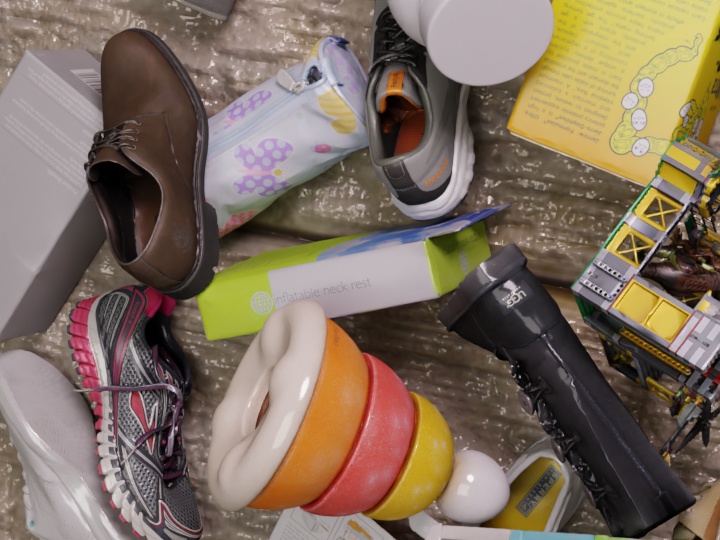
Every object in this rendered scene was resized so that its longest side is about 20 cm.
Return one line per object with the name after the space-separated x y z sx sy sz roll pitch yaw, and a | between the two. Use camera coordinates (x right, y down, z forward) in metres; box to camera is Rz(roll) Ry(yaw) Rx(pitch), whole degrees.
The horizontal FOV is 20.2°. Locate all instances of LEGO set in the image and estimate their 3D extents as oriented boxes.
0.223 0.022 1.264 0.116 0.200 0.154 33 70 26 | LEGO set

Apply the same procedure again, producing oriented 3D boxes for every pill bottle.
0.062 -0.211 1.310 0.111 0.111 0.200 -38 38 20 | pill bottle

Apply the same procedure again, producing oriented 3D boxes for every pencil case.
-0.077 -0.084 1.440 0.200 0.091 0.083 -31 82 22 | pencil case

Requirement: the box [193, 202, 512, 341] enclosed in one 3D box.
0.000 0.000 1.398 0.199 0.122 0.048 -11 96 23 | box

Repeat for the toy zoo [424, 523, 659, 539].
0.096 0.231 1.291 0.199 0.020 0.132 -1 67 32 | toy zoo

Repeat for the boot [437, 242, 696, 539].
0.136 0.087 1.336 0.066 0.165 0.200 -37 83 -2 | boot

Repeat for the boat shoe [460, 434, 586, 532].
0.090 0.203 1.398 0.075 0.086 0.202 40 107 14 | boat shoe

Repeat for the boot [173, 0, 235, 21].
-0.070 -0.272 1.432 0.182 0.073 0.200 29 98 31 | boot

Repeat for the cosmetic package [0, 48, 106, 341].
-0.243 -0.056 1.513 0.107 0.090 0.200 40 110 14 | cosmetic package

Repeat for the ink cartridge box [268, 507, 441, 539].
0.003 0.232 1.430 0.162 0.050 0.200 37 116 22 | ink cartridge box

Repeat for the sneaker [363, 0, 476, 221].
0.038 -0.138 1.376 0.074 0.079 0.201 -13 64 23 | sneaker

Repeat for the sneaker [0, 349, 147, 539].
-0.234 0.159 1.538 0.088 0.075 0.200 -39 81 32 | sneaker

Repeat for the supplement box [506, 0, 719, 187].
0.191 -0.165 1.316 0.109 0.109 0.201 23 103 18 | supplement box

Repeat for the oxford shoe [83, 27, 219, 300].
-0.150 -0.084 1.379 0.073 0.084 0.201 -27 63 26 | oxford shoe

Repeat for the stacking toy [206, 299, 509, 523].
0.011 0.119 1.328 0.200 0.146 0.146 25 106 -16 | stacking toy

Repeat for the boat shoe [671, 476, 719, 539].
0.237 0.168 1.296 0.074 0.076 0.200 6 57 11 | boat shoe

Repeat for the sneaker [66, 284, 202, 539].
-0.155 0.109 1.493 0.074 0.081 0.201 -18 87 20 | sneaker
